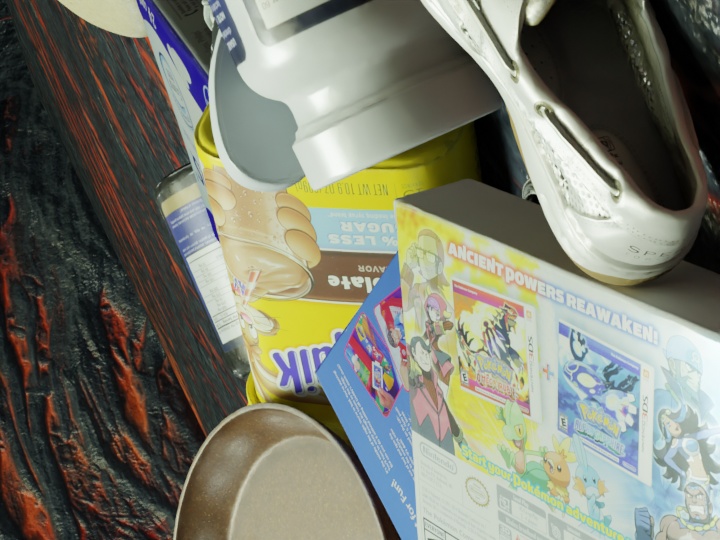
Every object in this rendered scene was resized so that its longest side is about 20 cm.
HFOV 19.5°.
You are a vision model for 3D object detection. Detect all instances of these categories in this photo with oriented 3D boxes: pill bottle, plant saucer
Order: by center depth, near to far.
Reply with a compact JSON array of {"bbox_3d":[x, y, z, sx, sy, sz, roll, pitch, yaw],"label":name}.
[{"bbox_3d":[-0.017,-0.145,0.927,0.116,0.115,0.201,174,74,-79],"label":"pill bottle"},{"bbox_3d":[-0.032,0.169,1.095,0.200,0.034,0.202,1,91,52],"label":"plant saucer"},{"bbox_3d":[-0.062,0.009,1.510,0.112,0.111,0.201,148,98,-80],"label":"pill bottle"}]

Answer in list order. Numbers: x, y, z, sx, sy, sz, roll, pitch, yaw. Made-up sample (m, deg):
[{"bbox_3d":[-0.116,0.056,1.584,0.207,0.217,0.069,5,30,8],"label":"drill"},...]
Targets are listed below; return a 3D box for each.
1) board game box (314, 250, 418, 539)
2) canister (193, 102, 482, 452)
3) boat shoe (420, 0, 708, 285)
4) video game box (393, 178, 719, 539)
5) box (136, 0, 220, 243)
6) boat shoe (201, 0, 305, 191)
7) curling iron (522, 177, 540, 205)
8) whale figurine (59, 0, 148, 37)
[{"bbox_3d":[0.062,0.091,0.956,0.201,0.045,0.135,62,145,21],"label":"board game box"},{"bbox_3d":[0.000,0.000,1.086,0.087,0.148,0.201,-66,-27,-46],"label":"canister"},{"bbox_3d":[0.070,-0.096,0.738,0.201,0.071,0.069,62,162,11],"label":"boat shoe"},{"bbox_3d":[0.091,0.075,0.814,0.200,0.047,0.183,26,129,51],"label":"video game box"},{"bbox_3d":[-0.038,-0.074,1.225,0.184,0.104,0.201,-127,16,-54],"label":"box"},{"bbox_3d":[-0.043,-0.126,1.021,0.068,0.073,0.201,139,134,-63],"label":"boat shoe"},{"bbox_3d":[0.060,-0.086,0.883,0.049,0.025,0.201,-13,97,45],"label":"curling iron"},{"bbox_3d":[-0.167,-0.242,1.309,0.159,0.104,0.200,20,150,48],"label":"whale figurine"}]
